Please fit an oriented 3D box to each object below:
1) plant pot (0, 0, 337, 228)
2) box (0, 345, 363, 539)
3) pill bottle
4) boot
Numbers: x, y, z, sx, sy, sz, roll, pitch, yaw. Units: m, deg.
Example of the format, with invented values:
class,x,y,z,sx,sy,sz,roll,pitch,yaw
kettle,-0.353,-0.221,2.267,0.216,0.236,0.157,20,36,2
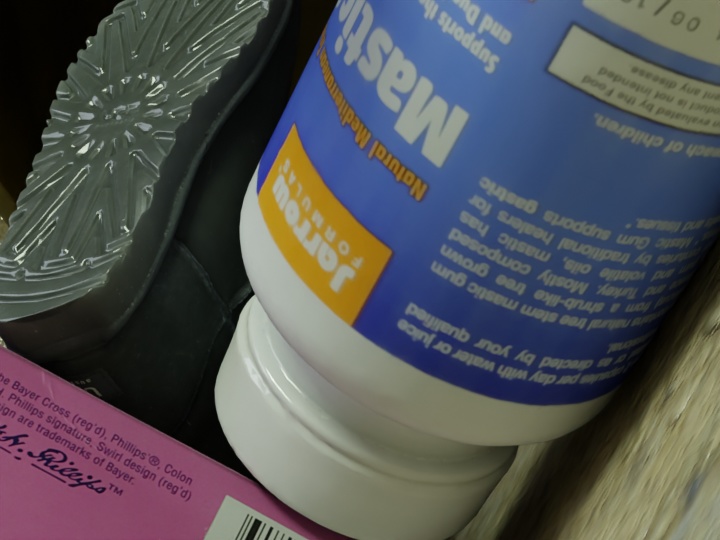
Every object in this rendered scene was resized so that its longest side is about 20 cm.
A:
class,x,y,z,sx,sy,sz,roll,pitch,yaw
plant pot,-0.087,-0.140,0.878,0.193,0.201,0.196,-28,-39,3
box,-0.087,0.136,0.628,0.097,0.175,0.201,-63,0,-43
pill bottle,0.036,-0.028,0.559,0.201,0.111,0.112,-61,1,32
boot,-0.027,0.024,0.690,0.201,0.065,0.166,58,-137,-37
